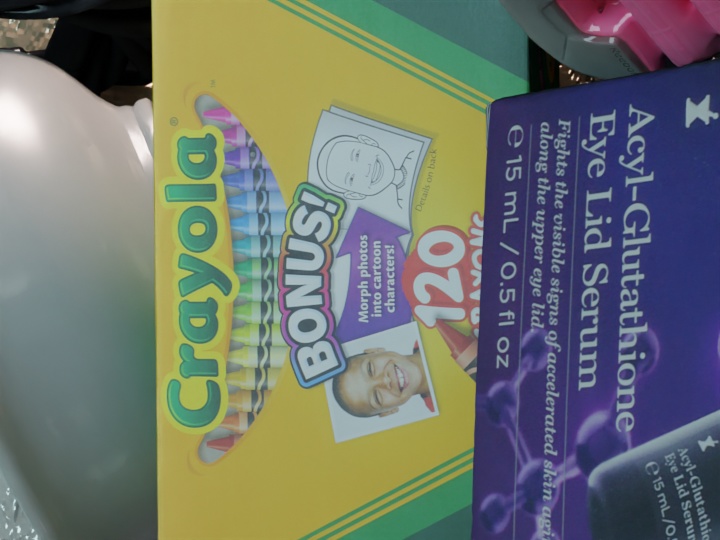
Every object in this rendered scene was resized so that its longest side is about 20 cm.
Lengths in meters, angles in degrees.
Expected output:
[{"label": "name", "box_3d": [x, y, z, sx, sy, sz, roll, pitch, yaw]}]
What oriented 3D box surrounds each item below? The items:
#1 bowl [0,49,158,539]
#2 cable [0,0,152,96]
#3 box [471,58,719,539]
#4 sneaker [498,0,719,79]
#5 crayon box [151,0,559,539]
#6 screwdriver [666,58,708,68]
[{"label": "bowl", "box_3d": [-0.092, 0.004, 0.991, 0.090, 0.201, 0.201, -24, 58, 0]}, {"label": "cable", "box_3d": [-0.149, -0.081, 1.056, 0.199, 0.163, 0.051, -8, 71, 37]}, {"label": "box", "box_3d": [0.135, 0.020, 0.781, 0.200, 0.104, 0.149, -9, 74, 45]}, {"label": "sneaker", "box_3d": [0.126, -0.111, 0.769, 0.199, 0.079, 0.096, -3, 53, 37]}, {"label": "crayon box", "box_3d": [0.000, 0.000, 0.899, 0.118, 0.058, 0.201, 0, 92, 14]}, {"label": "screwdriver", "box_3d": [0.049, -0.101, 0.834, 0.028, 0.200, 0.029, -36, 47, 12]}]
